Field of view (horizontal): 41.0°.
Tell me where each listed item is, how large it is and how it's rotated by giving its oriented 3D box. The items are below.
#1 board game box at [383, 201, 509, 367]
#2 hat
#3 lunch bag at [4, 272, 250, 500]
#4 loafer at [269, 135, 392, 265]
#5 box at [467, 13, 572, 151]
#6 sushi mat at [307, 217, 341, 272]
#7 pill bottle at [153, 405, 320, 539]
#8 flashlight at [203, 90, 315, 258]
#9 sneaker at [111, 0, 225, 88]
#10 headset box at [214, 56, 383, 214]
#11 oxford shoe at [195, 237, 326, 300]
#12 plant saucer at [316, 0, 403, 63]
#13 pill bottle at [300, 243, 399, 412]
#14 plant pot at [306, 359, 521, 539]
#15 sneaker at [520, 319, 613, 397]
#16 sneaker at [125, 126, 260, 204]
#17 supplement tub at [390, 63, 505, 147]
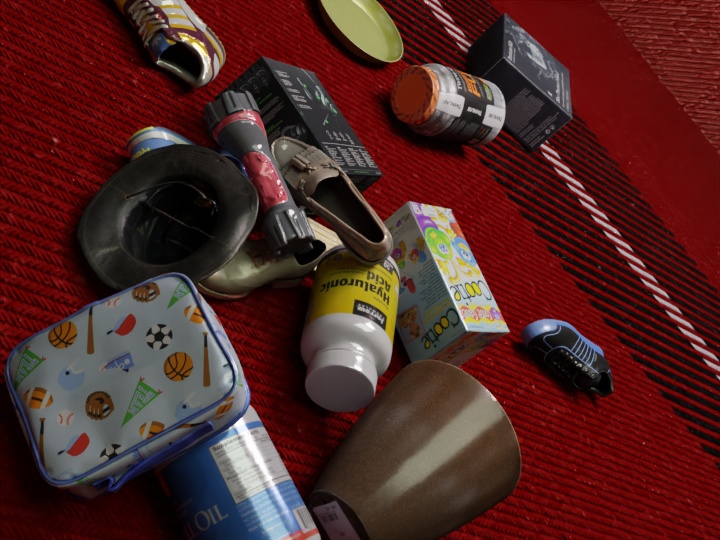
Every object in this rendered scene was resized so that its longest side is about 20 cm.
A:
[{"bbox_3d":[0.100,0.021,1.320,0.103,0.105,0.201,5,54,-48],"label":"board game box"},{"bbox_3d":[-0.206,-0.039,1.055,0.199,0.081,0.202,1,56,-1],"label":"hat"},{"bbox_3d":[-0.207,0.106,0.852,0.161,0.199,0.076,59,-8,23],"label":"lunch bag"},{"bbox_3d":[-0.034,-0.093,1.155,0.072,0.063,0.200,-43,83,-12],"label":"loafer"},{"bbox_3d":[0.325,-0.386,1.976,0.199,0.117,0.197,35,37,-20],"label":"box"},{"bbox_3d":[0.000,0.000,1.329,0.199,0.012,0.096,27,40,-31],"label":"sushi mat"},{"bbox_3d":[-0.130,0.195,0.910,0.112,0.112,0.201,-11,66,-52],"label":"pill bottle"},{"bbox_3d":[-0.119,-0.112,1.126,0.067,0.068,0.201,-19,72,-19],"label":"flashlight"},{"bbox_3d":[-0.267,-0.327,1.274,0.200,0.075,0.090,40,30,-14],"label":"sneaker"},{"bbox_3d":[-0.083,-0.184,1.300,0.201,0.093,0.174,56,19,7],"label":"headset box"},{"bbox_3d":[-0.122,-0.016,1.148,0.199,0.074,0.071,-13,71,-52],"label":"oxford shoe"},{"bbox_3d":[-0.007,-0.443,1.722,0.199,0.031,0.201,30,39,-27],"label":"plant saucer"},{"bbox_3d":[-0.013,0.069,1.163,0.111,0.111,0.201,35,38,-22],"label":"pill bottle"},{"bbox_3d":[0.041,0.225,1.044,0.199,0.187,0.187,-30,82,-40],"label":"plant pot"},{"bbox_3d":[0.336,0.142,1.533,0.199,0.070,0.078,24,35,-35],"label":"sneaker"},{"bbox_3d":[-0.188,-0.104,1.163,0.199,0.074,0.083,12,50,-33],"label":"sneaker"},{"bbox_3d":[0.152,-0.289,1.679,0.199,0.122,0.123,4,55,-47],"label":"supplement tub"}]
